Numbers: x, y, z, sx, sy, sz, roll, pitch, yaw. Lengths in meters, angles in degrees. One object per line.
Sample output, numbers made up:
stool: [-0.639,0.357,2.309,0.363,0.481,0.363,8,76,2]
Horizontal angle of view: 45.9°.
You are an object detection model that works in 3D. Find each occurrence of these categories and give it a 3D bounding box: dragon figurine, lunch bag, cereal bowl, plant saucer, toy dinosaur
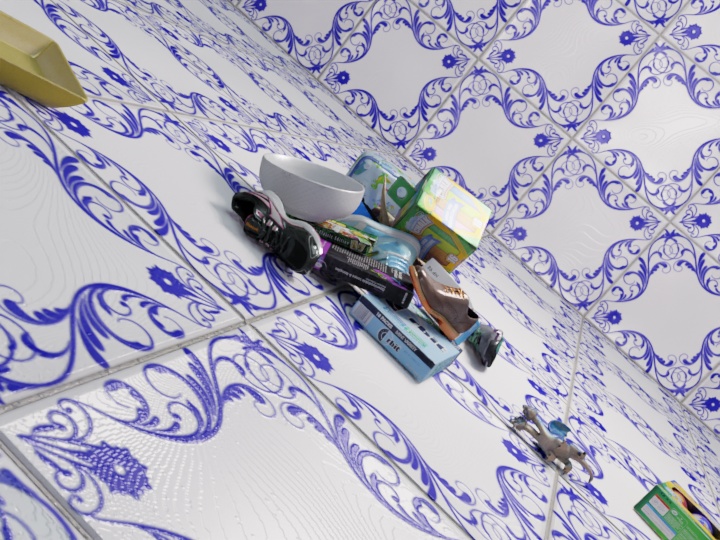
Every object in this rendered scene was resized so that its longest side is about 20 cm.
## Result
dragon figurine: [0.358,0.312,1.550,0.199,0.059,0.100,31,17,-29]
lunch bag: [0.047,-0.163,1.979,0.199,0.161,0.083,35,18,-11]
cereal bowl: [-0.096,-0.143,1.559,0.198,0.084,0.200,18,14,-5]
plant saucer: [-0.510,-0.314,1.222,0.199,0.049,0.200,25,22,-47]
toy dinosaur: [0.056,-0.089,1.800,0.058,0.202,0.101,-19,33,-23]

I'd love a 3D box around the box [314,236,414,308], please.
box: [0.000,0.000,1.504,0.198,0.036,0.143,23,11,-1]

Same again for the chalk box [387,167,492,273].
chalk box: [0.142,-0.109,1.714,0.199,0.125,0.124,34,50,-7]

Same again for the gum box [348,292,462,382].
gum box: [0.084,0.108,1.488,0.170,0.045,0.200,43,15,13]

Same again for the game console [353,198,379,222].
game console: [-0.026,-0.097,1.838,0.169,0.119,0.200,5,27,-20]

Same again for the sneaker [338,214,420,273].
sneaker: [0.011,-0.032,1.664,0.198,0.080,0.131,14,48,7]

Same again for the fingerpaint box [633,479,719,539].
fingerpaint box: [0.652,0.514,1.673,0.200,0.074,0.166,49,17,29]

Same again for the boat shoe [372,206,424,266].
boat shoe: [0.094,-0.062,1.938,0.203,0.075,0.075,55,35,2]

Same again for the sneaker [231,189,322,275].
sneaker: [-0.147,-0.062,1.384,0.086,0.081,0.200,3,30,-48]

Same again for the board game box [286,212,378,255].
board game box: [-0.067,-0.082,1.588,0.198,0.024,0.105,21,12,3]

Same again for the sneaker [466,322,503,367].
sneaker: [0.248,0.148,1.779,0.087,0.075,0.200,25,5,8]

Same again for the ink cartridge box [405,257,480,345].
ink cartridge box: [0.165,0.056,1.677,0.116,0.067,0.200,49,-4,28]

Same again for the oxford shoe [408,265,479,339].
oxford shoe: [0.146,0.044,1.501,0.200,0.072,0.072,48,19,-46]
